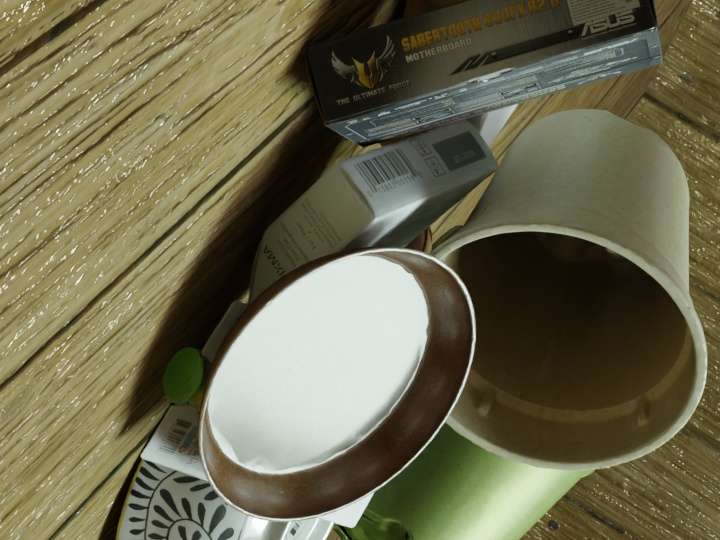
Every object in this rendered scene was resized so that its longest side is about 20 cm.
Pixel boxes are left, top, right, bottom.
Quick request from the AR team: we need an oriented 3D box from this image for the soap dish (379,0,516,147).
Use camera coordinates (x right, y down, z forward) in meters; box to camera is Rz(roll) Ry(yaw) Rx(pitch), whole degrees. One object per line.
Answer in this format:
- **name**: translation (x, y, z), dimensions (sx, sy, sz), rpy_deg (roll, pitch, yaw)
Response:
- **soap dish**: translation (0.080, -0.164, 1.605), dimensions (0.158, 0.081, 0.200), rpy_deg (-55, 170, -30)

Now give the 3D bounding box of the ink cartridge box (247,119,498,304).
- **ink cartridge box**: translation (-0.023, -0.014, 1.544), dimensions (0.200, 0.047, 0.160), rpy_deg (-39, 172, 34)

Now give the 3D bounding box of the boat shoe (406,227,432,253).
- **boat shoe**: translation (0.000, 0.000, 1.740), dimensions (0.071, 0.070, 0.201), rpy_deg (60, 31, -30)

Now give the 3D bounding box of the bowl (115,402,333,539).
- **bowl**: translation (-0.072, 0.154, 1.627), dimensions (0.201, 0.094, 0.201), rpy_deg (-50, 157, -31)

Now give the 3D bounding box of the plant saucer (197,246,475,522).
- **plant saucer**: translation (-0.020, 0.065, 1.472), dimensions (0.199, 0.034, 0.201), rpy_deg (-21, 131, -26)

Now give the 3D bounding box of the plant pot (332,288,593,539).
- **plant pot**: translation (0.073, 0.131, 1.716), dimensions (0.190, 0.200, 0.200), rpy_deg (-51, 170, -21)

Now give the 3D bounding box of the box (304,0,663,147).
- **box**: translation (0.078, -0.127, 1.405), dimensions (0.199, 0.049, 0.158), rpy_deg (-15, 177, 8)

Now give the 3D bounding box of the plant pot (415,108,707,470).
- **plant pot**: translation (0.141, -0.004, 1.575), dimensions (0.184, 0.199, 0.201), rpy_deg (-68, -179, -49)

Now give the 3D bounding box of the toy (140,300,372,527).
- **toy**: translation (-0.050, 0.087, 1.528), dimensions (0.199, 0.047, 0.116), rpy_deg (23, 101, -47)

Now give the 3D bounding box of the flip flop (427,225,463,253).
- **flip flop**: translation (0.023, -0.005, 1.870), dimensions (0.081, 0.058, 0.200), rpy_deg (-39, -173, -20)
